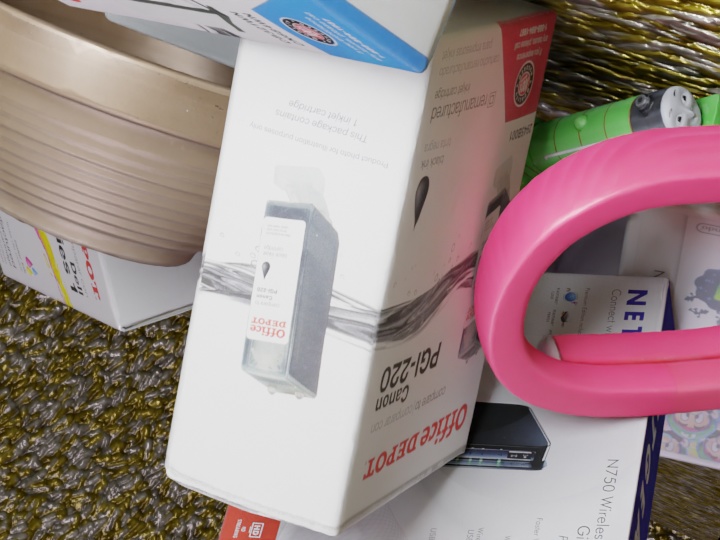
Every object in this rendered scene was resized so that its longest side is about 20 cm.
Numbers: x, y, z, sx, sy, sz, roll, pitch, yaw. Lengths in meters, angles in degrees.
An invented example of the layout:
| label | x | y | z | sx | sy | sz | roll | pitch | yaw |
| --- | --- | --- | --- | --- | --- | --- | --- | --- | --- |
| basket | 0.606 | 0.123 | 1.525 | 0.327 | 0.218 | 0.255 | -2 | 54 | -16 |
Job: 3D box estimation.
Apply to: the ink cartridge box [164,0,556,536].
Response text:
| label | x | y | z | sx | sy | sz | roll | pitch | yaw |
| --- | --- | --- | --- | --- | --- | --- | --- | --- | --- |
| ink cartridge box | 0.001 | -0.012 | 0.981 | 0.084 | 0.202 | 0.145 | 19 | -163 | 20 |

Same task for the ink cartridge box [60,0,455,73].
| label | x | y | z | sx | sy | sz | roll | pitch | yaw |
| --- | --- | --- | --- | --- | --- | --- | --- | --- | --- |
| ink cartridge box | -0.074 | -0.144 | 0.845 | 0.199 | 0.085 | 0.146 | 14 | 170 | 44 |

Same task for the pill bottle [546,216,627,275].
| label | x | y | z | sx | sy | sz | roll | pitch | yaw |
| --- | --- | --- | --- | --- | --- | --- | --- | --- | --- |
| pill bottle | 0.199 | 0.037 | 1.267 | 0.199 | 0.113 | 0.112 | 24 | 173 | -24 |

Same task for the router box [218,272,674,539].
| label | x | y | z | sx | sy | sz | roll | pitch | yaw |
| --- | --- | --- | --- | --- | --- | --- | --- | --- | --- |
| router box | 0.040 | 0.087 | 1.082 | 0.178 | 0.201 | 0.049 | 1 | 137 | 15 |

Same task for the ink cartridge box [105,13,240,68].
| label | x | y | z | sx | sy | sz | roll | pitch | yaw |
| --- | --- | --- | --- | --- | --- | --- | --- | --- | --- |
| ink cartridge box | -0.019 | -0.114 | 1.153 | 0.161 | 0.057 | 0.200 | 21 | -166 | 6 |

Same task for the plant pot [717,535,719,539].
| label | x | y | z | sx | sy | sz | roll | pitch | yaw |
| --- | --- | --- | --- | --- | --- | --- | --- | --- | --- |
| plant pot | 0.311 | 0.157 | 1.466 | 0.199 | 0.201 | 0.178 | 22 | -161 | -2 |

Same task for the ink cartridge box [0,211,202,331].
| label | x | y | z | sx | sy | sz | roll | pitch | yaw |
| --- | --- | --- | --- | --- | --- | --- | --- | --- | --- |
| ink cartridge box | -0.145 | -0.061 | 1.324 | 0.083 | 0.146 | 0.200 | -20 | -163 | -22 |

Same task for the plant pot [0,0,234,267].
| label | x | y | z | sx | sy | sz | roll | pitch | yaw |
| --- | --- | --- | --- | --- | --- | --- | --- | --- | --- |
| plant pot | -0.110 | -0.063 | 1.091 | 0.199 | 0.093 | 0.201 | 20 | -172 | -3 |

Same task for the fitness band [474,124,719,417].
| label | x | y | z | sx | sy | sz | roll | pitch | yaw |
| --- | --- | --- | --- | --- | --- | --- | --- | --- | --- |
| fitness band | 0.141 | -0.001 | 1.013 | 0.198 | 0.144 | 0.038 | -3 | -134 | -20 |

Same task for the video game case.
| label | x | y | z | sx | sy | sz | roll | pitch | yaw |
| --- | --- | --- | --- | --- | --- | --- | --- | --- | --- |
| video game case | 0.214 | 0.040 | 1.137 | 0.198 | 0.024 | 0.183 | 12 | 139 | 8 |

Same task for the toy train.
| label | x | y | z | sx | sy | sz | roll | pitch | yaw |
| --- | --- | --- | --- | --- | --- | --- | --- | --- | --- |
| toy train | 0.087 | -0.047 | 1.083 | 0.056 | 0.042 | 0.199 | 31 | 152 | -32 |
